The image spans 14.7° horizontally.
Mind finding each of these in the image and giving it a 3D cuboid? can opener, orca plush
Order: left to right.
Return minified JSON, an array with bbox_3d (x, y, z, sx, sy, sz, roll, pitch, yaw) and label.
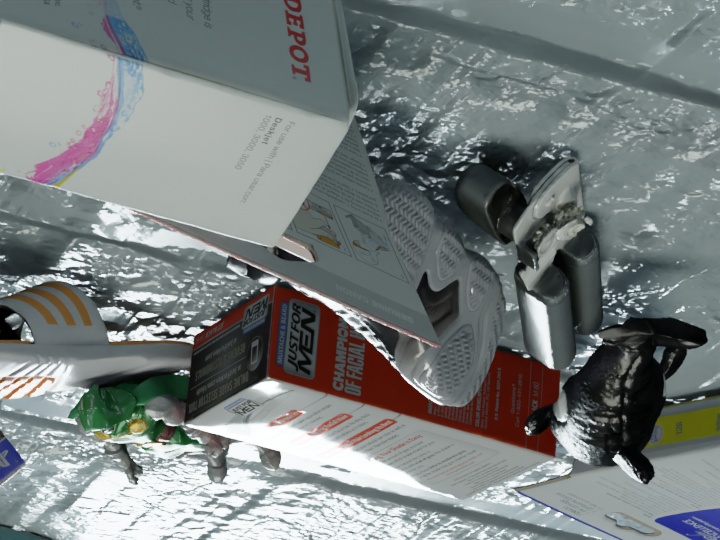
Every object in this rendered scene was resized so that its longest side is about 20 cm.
[{"bbox_3d":[0.097,-0.009,1.490,0.066,0.053,0.200,35,166,23],"label":"can opener"},{"bbox_3d":[0.162,0.083,1.599,0.105,0.071,0.200,-22,163,-24],"label":"orca plush"}]

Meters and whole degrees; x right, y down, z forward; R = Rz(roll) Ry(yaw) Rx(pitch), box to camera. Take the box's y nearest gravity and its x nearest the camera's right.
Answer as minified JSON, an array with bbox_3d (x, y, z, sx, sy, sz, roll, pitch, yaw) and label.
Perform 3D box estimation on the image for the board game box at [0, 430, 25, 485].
[{"bbox_3d":[-0.317,0.087,1.545,0.200,0.159,0.097,51,148,-2],"label":"board game box"}]

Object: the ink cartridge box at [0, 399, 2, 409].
[{"bbox_3d":[-0.336,0.155,1.772,0.144,0.201,0.147,25,151,-39],"label":"ink cartridge box"}]

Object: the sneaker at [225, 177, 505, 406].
[{"bbox_3d":[0.000,0.000,1.459,0.113,0.076,0.200,20,162,30],"label":"sneaker"}]

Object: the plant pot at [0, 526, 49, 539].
[{"bbox_3d":[-0.316,0.287,2.167,0.199,0.135,0.200,5,157,2],"label":"plant pot"}]

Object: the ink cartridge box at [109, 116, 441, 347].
[{"bbox_3d":[-0.067,-0.046,1.265,0.200,0.177,0.045,25,123,-38],"label":"ink cartridge box"}]

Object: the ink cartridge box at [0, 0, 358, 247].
[{"bbox_3d":[-0.112,-0.106,1.148,0.199,0.145,0.085,15,131,-21],"label":"ink cartridge box"}]

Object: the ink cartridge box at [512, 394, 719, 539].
[{"bbox_3d":[0.236,0.136,1.796,0.199,0.047,0.197,-11,153,39],"label":"ink cartridge box"}]

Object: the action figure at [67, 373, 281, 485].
[{"bbox_3d":[-0.120,0.098,1.732,0.118,0.055,0.200,-18,162,23],"label":"action figure"}]

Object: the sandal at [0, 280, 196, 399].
[{"bbox_3d":[-0.179,0.039,1.651,0.079,0.060,0.206,-22,167,33],"label":"sandal"}]

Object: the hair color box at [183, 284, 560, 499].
[{"bbox_3d":[0.008,0.076,1.679,0.199,0.064,0.111,16,155,-26],"label":"hair color box"}]
